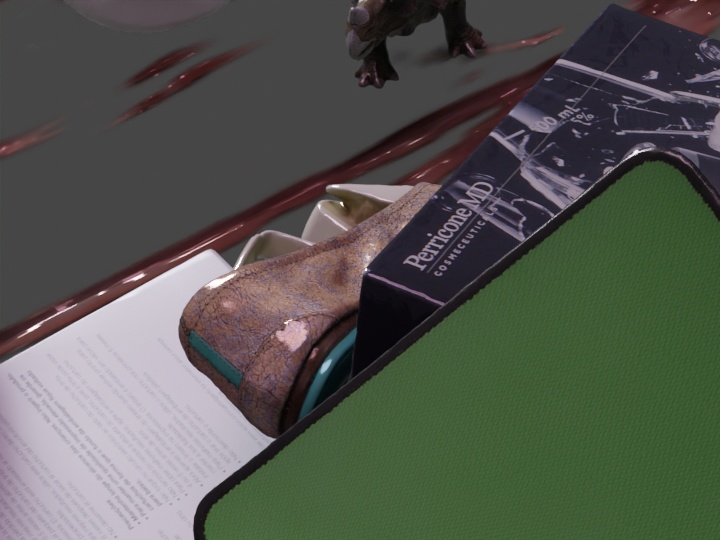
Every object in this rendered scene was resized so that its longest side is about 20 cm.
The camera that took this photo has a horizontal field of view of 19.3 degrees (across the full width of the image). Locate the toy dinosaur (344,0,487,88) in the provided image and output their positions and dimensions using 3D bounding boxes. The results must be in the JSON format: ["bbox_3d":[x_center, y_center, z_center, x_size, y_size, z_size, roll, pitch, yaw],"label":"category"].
[{"bbox_3d":[0.010,-0.150,0.932,0.076,0.103,0.201,-10,44,-5],"label":"toy dinosaur"}]

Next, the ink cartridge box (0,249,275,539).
[{"bbox_3d":[-0.075,0.099,0.721,0.199,0.041,0.199,-28,49,-24],"label":"ink cartridge box"}]

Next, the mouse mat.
[{"bbox_3d":[0.059,0.083,0.614,0.161,0.200,0.008,55,22,10],"label":"mouse mat"}]

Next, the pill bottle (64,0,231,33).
[{"bbox_3d":[-0.119,-0.210,1.002,0.110,0.111,0.200,-16,44,-11],"label":"pill bottle"}]

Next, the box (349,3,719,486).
[{"bbox_3d":[0.118,0.022,0.706,0.181,0.105,0.200,21,40,19],"label":"box"}]

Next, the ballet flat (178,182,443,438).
[{"bbox_3d":[0.000,0.000,0.754,0.067,0.068,0.200,28,22,18],"label":"ballet flat"}]
